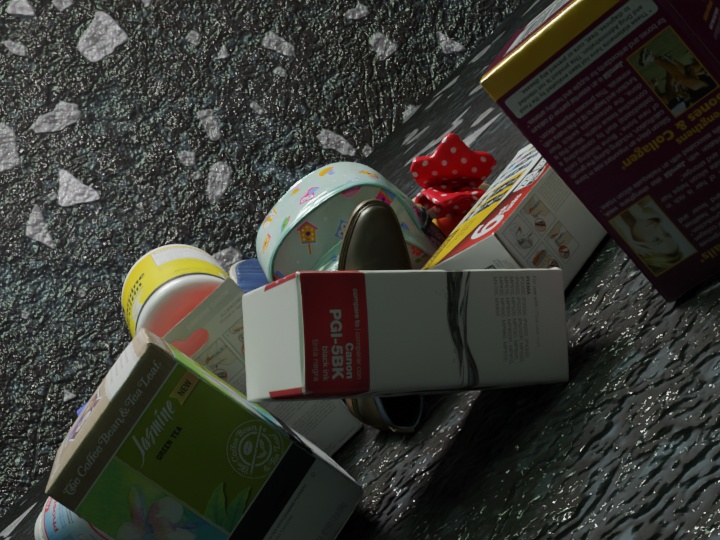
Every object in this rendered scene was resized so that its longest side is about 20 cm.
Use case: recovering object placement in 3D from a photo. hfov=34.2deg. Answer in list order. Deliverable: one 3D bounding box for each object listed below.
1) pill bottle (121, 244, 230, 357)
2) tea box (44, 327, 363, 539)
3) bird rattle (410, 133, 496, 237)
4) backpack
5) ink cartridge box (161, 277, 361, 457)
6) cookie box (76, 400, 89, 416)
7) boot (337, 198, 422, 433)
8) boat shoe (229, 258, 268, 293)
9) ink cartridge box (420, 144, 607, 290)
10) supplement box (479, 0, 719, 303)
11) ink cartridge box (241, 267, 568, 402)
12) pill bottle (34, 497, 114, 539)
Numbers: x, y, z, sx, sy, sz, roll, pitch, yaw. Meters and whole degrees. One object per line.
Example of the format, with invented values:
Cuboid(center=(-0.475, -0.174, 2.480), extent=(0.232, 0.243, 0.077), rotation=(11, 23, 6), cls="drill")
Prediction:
Cuboid(center=(-0.174, 0.038, 1.144), extent=(0.112, 0.112, 0.200), rotation=(-43, 22, -4), cls="pill bottle")
Cuboid(center=(-0.127, 0.156, 0.918), extent=(0.134, 0.196, 0.200), rotation=(-56, 11, -7), cls="tea box")
Cuboid(center=(0.090, -0.066, 1.297), extent=(0.162, 0.113, 0.200), rotation=(8, -42, -42), cls="bird rattle")
Cuboid(center=(0.000, 0.000, 1.154), extent=(0.176, 0.200, 0.153), rotation=(-40, 19, 7), cls="backpack")
Cuboid(center=(-0.117, 0.126, 1.069), extent=(0.162, 0.200, 0.057), rotation=(-43, 18, -7), cls="ink cartridge box")
Cuboid(center=(-0.229, 0.166, 1.489), extent=(0.171, 0.076, 0.199), rotation=(-39, -24, 24), cls="cookie box")
Cuboid(center=(0.027, 0.042, 0.999), extent=(0.074, 0.202, 0.097), rotation=(-5, 9, -17), cls="boot")
Cuboid(center=(-0.110, 0.040, 1.271), extent=(0.072, 0.073, 0.200), rotation=(3, 16, 2), cls="boat shoe")
Cuboid(center=(0.147, -0.038, 1.070), extent=(0.200, 0.084, 0.175), rotation=(-48, 9, -33), cls="ink cartridge box")
Cuboid(center=(0.197, -0.102, 0.763), extent=(0.131, 0.200, 0.103), rotation=(-36, 10, 36), cls="supplement box")
Cuboid(center=(0.029, 0.048, 0.839), extent=(0.198, 0.084, 0.147), rotation=(-1, -7, -20), cls="ink cartridge box")
Cuboid(center=(-0.332, 0.306, 1.463), extent=(0.200, 0.109, 0.109), rotation=(-34, 12, 46), cls="pill bottle")
